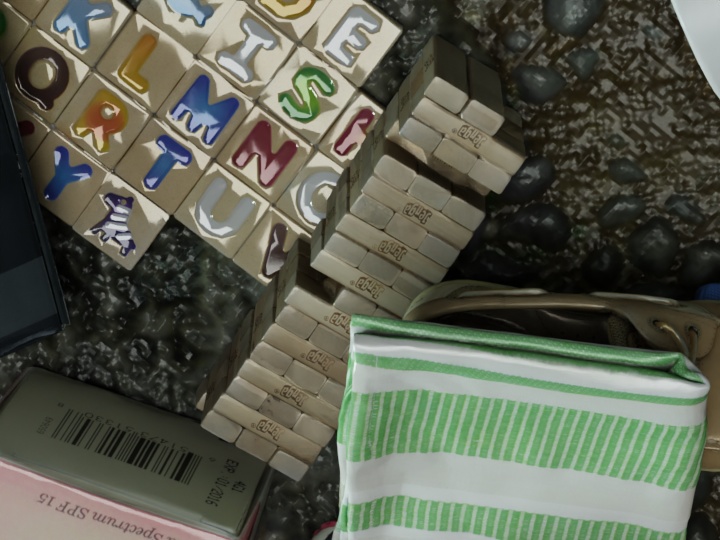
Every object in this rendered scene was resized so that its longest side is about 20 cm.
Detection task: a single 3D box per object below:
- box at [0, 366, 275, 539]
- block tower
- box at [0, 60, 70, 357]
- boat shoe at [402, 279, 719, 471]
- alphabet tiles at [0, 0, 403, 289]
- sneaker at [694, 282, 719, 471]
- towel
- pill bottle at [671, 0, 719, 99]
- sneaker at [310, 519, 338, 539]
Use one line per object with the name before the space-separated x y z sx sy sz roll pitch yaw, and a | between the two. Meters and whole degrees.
box | -0.130 0.166 1.182 0.127 0.109 0.201 18 109 2
block tower | 0.000 0.000 1.133 0.054 0.058 0.200 30 111 -11
box | -0.234 -0.015 1.105 0.199 0.046 0.160 -23 112 -29
boat shoe | 0.112 0.045 1.071 0.199 0.065 0.072 6 91 4
alphabet tiles | -0.082 -0.082 1.149 0.200 0.008 0.167 37 109 -4
sneaker | 0.086 0.056 1.143 0.199 0.077 0.086 -17 95 6
towel | 0.062 0.097 1.077 0.152 0.023 0.201 6 137 2
pill bottle | 0.220 -0.143 1.030 0.199 0.111 0.111 -23 103 14
sneaker | 0.002 0.209 1.195 0.080 0.075 0.201 5 108 6
